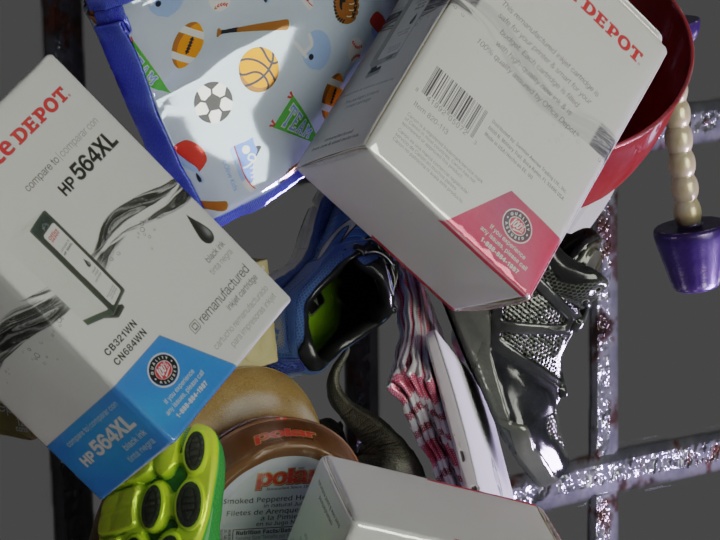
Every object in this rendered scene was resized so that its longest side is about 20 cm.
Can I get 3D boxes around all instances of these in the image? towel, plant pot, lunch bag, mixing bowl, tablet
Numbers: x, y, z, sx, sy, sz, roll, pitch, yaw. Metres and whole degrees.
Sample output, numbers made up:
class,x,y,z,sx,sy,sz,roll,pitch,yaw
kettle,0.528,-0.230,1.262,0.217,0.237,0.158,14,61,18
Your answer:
class,x,y,z,sx,sy,sz,roll,pitch,yaw
towel,0.056,0.109,1.846,0.147,0.030,0.201,-93,165,-60
plant pot,-0.087,0.156,1.722,0.200,0.027,0.201,-29,132,-38
lunch bag,-0.077,-0.142,1.681,0.200,0.123,0.171,-48,127,-40
mixing bowl,0.120,-0.110,1.856,0.200,0.199,0.109,-47,152,-31
tablet,0.078,0.117,1.828,0.200,0.014,0.131,46,28,-74

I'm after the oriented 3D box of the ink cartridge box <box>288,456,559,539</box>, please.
class,x,y,z,sx,sy,sz,roll,pitch,yaw
ink cartridge box,0.017,0.227,1.643,0.146,0.083,0.201,14,111,-20

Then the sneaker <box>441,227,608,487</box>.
class,x,y,z,sx,sy,sz,roll,pitch,yaw
sneaker,0.122,0.045,1.825,0.114,0.076,0.200,-21,111,0

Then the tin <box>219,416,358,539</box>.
class,x,y,z,sx,sy,sz,roll,pitch,yaw
tin,-0.050,0.185,1.682,0.111,0.042,0.201,-4,115,-17

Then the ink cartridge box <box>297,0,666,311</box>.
class,x,y,z,sx,sy,sz,roll,pitch,yaw
ink cartridge box,0.077,-0.099,1.686,0.146,0.083,0.201,41,63,-21

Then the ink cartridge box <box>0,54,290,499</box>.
class,x,y,z,sx,sy,sz,roll,pitch,yaw
ink cartridge box,-0.160,0.002,1.564,0.200,0.084,0.146,45,45,-7

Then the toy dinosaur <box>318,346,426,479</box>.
class,x,y,z,sx,sy,sz,roll,pitch,yaw
toy dinosaur,0.012,0.149,1.808,0.077,0.102,0.201,-2,102,-45

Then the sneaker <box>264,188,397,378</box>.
class,x,y,z,sx,sy,sz,roll,pitch,yaw
sneaker,0.000,0.000,1.795,0.200,0.089,0.079,-54,128,-30

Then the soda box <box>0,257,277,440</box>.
class,x,y,z,sx,sy,sz,roll,pitch,yaw
soda box,-0.144,0.043,1.672,0.199,0.064,0.068,-16,106,-44

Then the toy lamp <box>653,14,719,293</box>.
class,x,y,z,sx,sy,sz,roll,pitch,yaw
toy lamp,0.236,-0.083,2.046,0.058,0.058,0.201,-22,110,-42

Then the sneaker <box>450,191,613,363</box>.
class,x,y,z,sx,sy,sz,roll,pitch,yaw
sneaker,0.102,-0.028,1.915,0.082,0.074,0.200,50,51,-27

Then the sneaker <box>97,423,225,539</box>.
class,x,y,z,sx,sy,sz,roll,pitch,yaw
sneaker,-0.106,0.186,1.618,0.083,0.074,0.201,-6,103,-60
